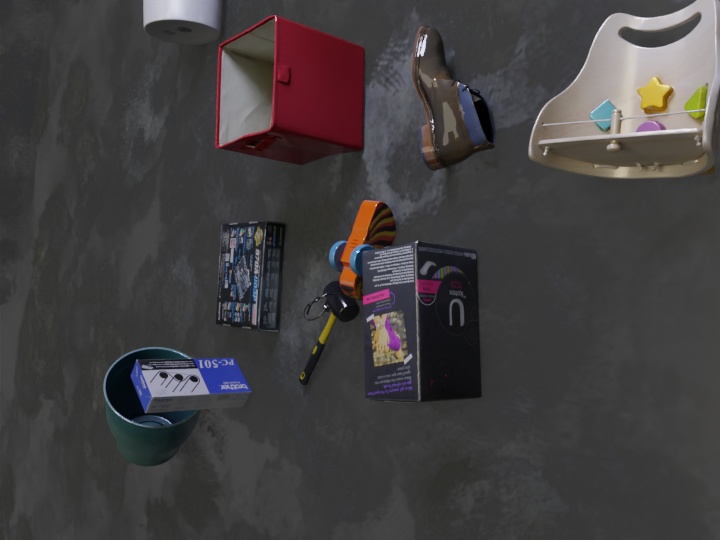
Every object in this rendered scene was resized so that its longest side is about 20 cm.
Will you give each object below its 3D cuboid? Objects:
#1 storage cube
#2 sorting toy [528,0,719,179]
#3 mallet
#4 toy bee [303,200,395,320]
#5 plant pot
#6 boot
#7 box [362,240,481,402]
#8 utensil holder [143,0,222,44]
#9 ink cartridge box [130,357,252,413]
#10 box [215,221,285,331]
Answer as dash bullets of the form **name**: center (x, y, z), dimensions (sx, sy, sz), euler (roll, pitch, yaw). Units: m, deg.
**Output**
- **storage cube**: center (-0.113, -0.282, 1.182), dimensions (0.171, 0.180, 0.200), euler (-4, 82, 49)
- **sorting toy**: center (0.299, -0.193, 0.760), dimensions (0.200, 0.107, 0.180), euler (7, 84, 50)
- **mallet**: center (-0.055, 0.116, 1.187), dimensions (0.066, 0.041, 0.200), euler (46, 124, 45)
- **toy bee**: center (0.000, 0.000, 1.098), dimensions (0.200, 0.109, 0.131), euler (-49, 39, 3)
- **plant pot**: center (-0.423, 0.294, 1.492), dimensions (0.200, 0.200, 0.188), euler (56, 142, 37)
- **boot**: center (0.130, -0.242, 0.989), dimensions (0.097, 0.075, 0.200), euler (-7, 88, 37)
- **box**: center (0.081, 0.070, 0.961), dimensions (0.106, 0.122, 0.200), euler (-8, 80, 48)
- **utensil holder**: center (-0.369, -0.595, 1.526), dimensions (0.170, 0.170, 0.200), euler (-1, 88, 49)
- **ink cartridge box**: center (-0.309, 0.209, 1.345), dimensions (0.094, 0.200, 0.044), euler (52, 124, 38)
- **box**: center (-0.208, 0.009, 1.365), dimensions (0.159, 0.046, 0.200), euler (0, 86, 49)
